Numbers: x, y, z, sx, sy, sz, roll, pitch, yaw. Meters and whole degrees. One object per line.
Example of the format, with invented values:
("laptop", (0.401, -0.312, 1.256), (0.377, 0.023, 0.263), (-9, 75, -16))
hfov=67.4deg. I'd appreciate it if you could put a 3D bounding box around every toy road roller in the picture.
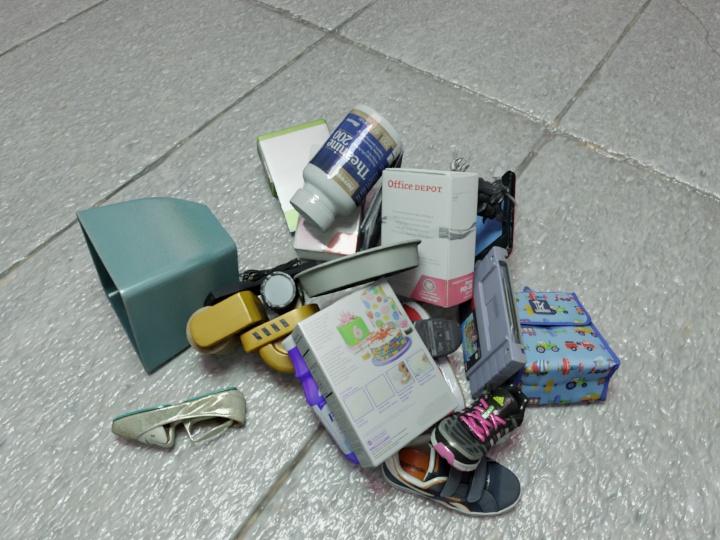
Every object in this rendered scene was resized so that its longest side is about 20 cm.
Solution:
("toy road roller", (-0.152, 0.103, 0.836), (0.197, 0.123, 0.148), (-25, 81, -4))

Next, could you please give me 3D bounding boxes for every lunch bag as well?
("lunch bag", (0.294, 0.104, 0.865), (0.147, 0.096, 0.202), (-2, 41, -1))

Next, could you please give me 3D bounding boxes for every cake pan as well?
("cake pan", (0.000, 0.000, 0.796), (0.196, 0.200, 0.038), (-15, 87, -10))

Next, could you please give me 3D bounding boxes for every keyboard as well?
("keyboard", (-0.153, 0.014, 0.870), (0.197, 0.127, 0.021), (-20, 79, -39))

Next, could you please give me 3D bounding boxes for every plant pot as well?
("plant pot", (-0.309, -0.002, 0.881), (0.198, 0.198, 0.197), (-27, 56, -28))

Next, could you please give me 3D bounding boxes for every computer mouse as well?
("computer mouse", (0.057, 0.102, 0.792), (0.195, 0.034, 0.060), (0, 73, -13))

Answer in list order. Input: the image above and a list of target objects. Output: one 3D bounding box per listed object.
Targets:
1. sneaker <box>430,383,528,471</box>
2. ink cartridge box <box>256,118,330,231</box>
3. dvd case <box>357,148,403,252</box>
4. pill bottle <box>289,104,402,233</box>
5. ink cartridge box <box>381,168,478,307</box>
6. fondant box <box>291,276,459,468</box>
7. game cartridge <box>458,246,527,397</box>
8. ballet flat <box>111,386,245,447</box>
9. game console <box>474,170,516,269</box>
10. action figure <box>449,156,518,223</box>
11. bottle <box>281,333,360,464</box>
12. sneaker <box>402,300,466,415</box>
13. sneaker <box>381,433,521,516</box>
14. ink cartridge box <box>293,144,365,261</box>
("sneaker", (0.166, 0.198, 0.724), (0.198, 0.088, 0.074), (-2, 38, -50))
("ink cartridge box", (-0.110, -0.181, 1.083), (0.145, 0.076, 0.204), (-18, 81, -13))
("dvd case", (0.033, -0.098, 0.966), (0.016, 0.150, 0.202), (19, 55, 8))
("pill bottle", (-0.028, -0.167, 0.908), (0.110, 0.111, 0.201), (36, 84, 25))
("ink cartridge box", (0.109, -0.059, 0.873), (0.082, 0.205, 0.145), (-12, 19, -42))
("fondant box", (0.018, 0.132, 0.719), (0.142, 0.058, 0.203), (-26, 80, -24))
("game cartridge", (0.198, 0.080, 0.844), (0.038, 0.130, 0.203), (15, 50, -17))
("ballet flat", (-0.264, 0.223, 0.787), (0.195, 0.068, 0.063), (-14, 63, -9))
("game console", (0.183, -0.088, 0.980), (0.117, 0.172, 0.203), (25, 53, -15))
("action figure", (0.181, -0.134, 0.922), (0.197, 0.119, 0.104), (-4, 55, 45))
("bottle", (-0.036, 0.170, 0.765), (0.083, 0.065, 0.202), (-35, 92, -16))
("sneaker", (0.074, 0.143, 0.835), (0.110, 0.072, 0.203), (-14, 56, -14))
("sneaker", (0.125, 0.276, 0.732), (0.195, 0.080, 0.080), (8, 52, 5))
("ink cartridge box", (-0.049, -0.122, 0.994), (0.114, 0.068, 0.205), (7, 77, 6))
